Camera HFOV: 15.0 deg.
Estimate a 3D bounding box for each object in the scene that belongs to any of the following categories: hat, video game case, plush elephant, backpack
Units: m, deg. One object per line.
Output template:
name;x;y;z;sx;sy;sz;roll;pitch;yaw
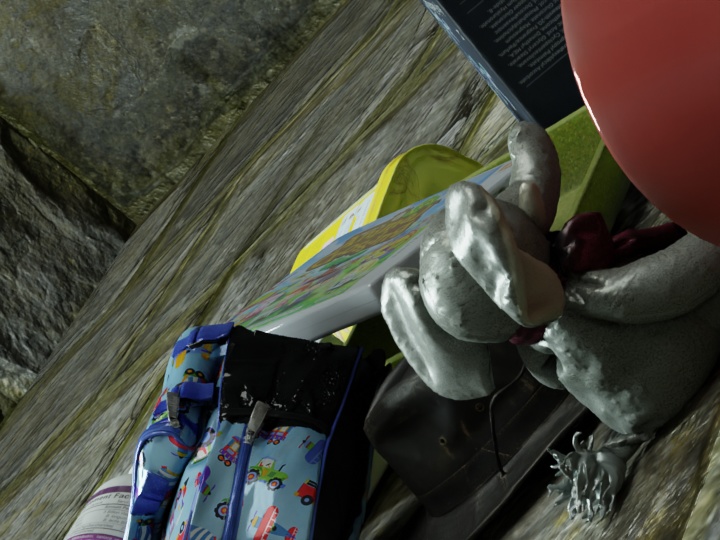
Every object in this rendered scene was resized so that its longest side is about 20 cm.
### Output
hat;0.056;0.073;1.478;0.201;0.081;0.201;-50;10;12
video game case;0.000;0.000;1.648;0.200;0.022;0.182;-24;11;47
plush elephant;0.096;0.003;1.316;0.200;0.155;0.165;-56;10;-29
backpack;-0.067;0.151;1.532;0.200;0.134;0.183;-76;-1;-51

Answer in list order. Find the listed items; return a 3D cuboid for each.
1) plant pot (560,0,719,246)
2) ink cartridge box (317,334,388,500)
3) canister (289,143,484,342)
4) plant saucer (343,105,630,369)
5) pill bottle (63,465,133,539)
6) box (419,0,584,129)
plant pot;0.215;-0.126;1.188;0.177;0.200;0.201;-24;27;51
ink cartridge box;-0.066;0.151;1.770;0.200;0.084;0.145;-43;13;47
canister;0.010;0.014;1.883;0.200;0.086;0.149;-38;30;62
plant saucer;0.085;-0.004;1.669;0.200;0.048;0.200;-31;22;39
pill bottle;-0.156;0.212;1.884;0.112;0.112;0.200;-42;12;45
box;0.109;-0.180;1.798;0.107;0.200;0.148;-40;9;2
